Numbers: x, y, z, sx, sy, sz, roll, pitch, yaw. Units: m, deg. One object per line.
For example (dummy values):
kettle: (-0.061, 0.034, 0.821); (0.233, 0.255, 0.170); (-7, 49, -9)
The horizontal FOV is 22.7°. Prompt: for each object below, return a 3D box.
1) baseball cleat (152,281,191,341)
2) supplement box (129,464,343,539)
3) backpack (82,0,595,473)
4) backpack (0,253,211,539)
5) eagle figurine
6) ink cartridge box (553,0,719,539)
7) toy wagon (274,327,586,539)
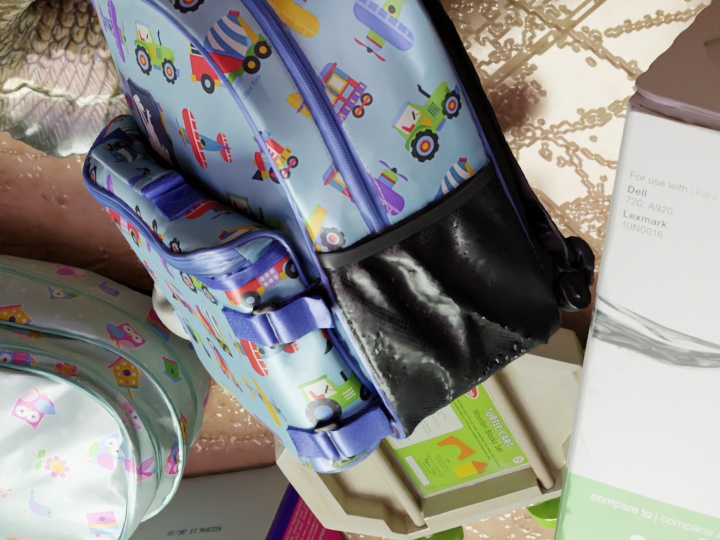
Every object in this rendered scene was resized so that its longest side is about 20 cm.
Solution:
baseball cleat: (0.000, 0.000, 0.845); (0.200, 0.070, 0.106); (-15, 137, 32)
supplement box: (-0.050, 0.217, 1.002); (0.101, 0.103, 0.200); (-10, 122, 25)
backpack: (-0.029, -0.052, 0.658); (0.183, 0.134, 0.200); (39, 161, 53)
backpack: (-0.179, 0.067, 0.913); (0.199, 0.127, 0.167); (9, 127, 9)
eagle figurine: (-0.133, -0.119, 0.749); (0.199, 0.152, 0.151); (0, 107, 26)
ink cartridge box: (0.147, 0.010, 0.705); (0.084, 0.146, 0.201); (16, 120, 18)
toy wagon: (0.063, 0.074, 0.863); (0.199, 0.040, 0.155); (-19, 137, 12)
